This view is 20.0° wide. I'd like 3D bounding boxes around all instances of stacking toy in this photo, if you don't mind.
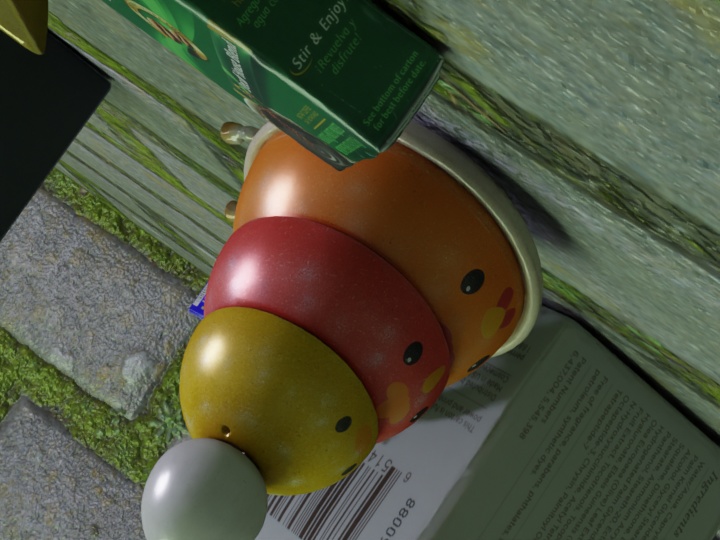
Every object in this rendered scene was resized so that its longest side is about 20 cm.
[{"bbox_3d":[-0.026,0.044,0.838,0.145,0.201,0.147,23,147,17],"label":"stacking toy"}]

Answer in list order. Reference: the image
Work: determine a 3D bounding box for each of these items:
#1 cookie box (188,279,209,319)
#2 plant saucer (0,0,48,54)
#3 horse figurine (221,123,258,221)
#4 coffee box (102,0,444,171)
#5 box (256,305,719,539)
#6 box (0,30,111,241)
[{"bbox_3d":[-0.103,0.084,2.535,0.199,0.076,0.171,37,174,-13],"label":"cookie box"},{"bbox_3d":[-0.233,-0.197,1.008,0.199,0.049,0.200,36,174,-1],"label":"plant saucer"},{"bbox_3d":[0.000,0.000,1.016,0.132,0.050,0.201,12,139,42],"label":"horse figurine"},{"bbox_3d":[-0.069,-0.111,0.733,0.199,0.044,0.123,36,175,-7],"label":"coffee box"},{"bbox_3d":[0.063,0.125,1.145,0.171,0.201,0.199,40,173,-30],"label":"box"},{"bbox_3d":[-0.304,-0.096,1.526,0.123,0.201,0.198,37,175,-19],"label":"box"}]
